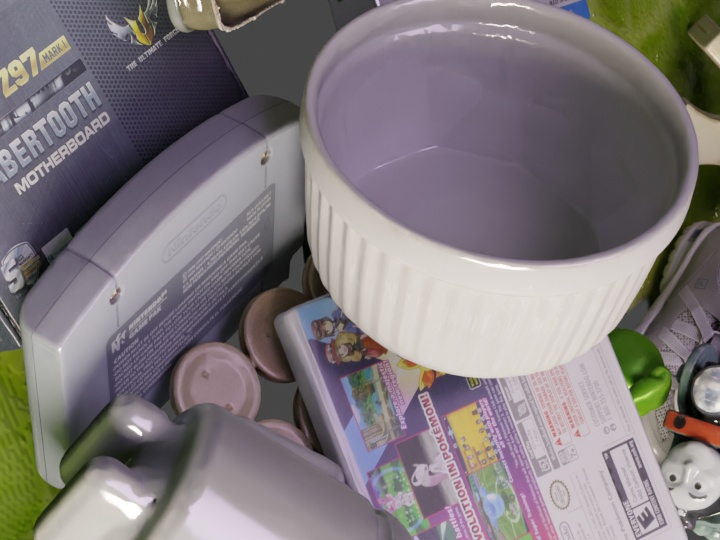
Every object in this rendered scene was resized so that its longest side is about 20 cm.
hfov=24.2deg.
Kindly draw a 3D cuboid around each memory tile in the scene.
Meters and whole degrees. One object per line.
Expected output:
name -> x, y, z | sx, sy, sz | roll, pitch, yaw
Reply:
memory tile -> 0.000, 0.096, 0.891 | 0.153, 0.017, 0.201 | -39, 99, -32

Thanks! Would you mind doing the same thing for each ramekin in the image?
ramekin -> 0.064, -0.039, 0.856 | 0.200, 0.199, 0.106 | -43, 156, -37

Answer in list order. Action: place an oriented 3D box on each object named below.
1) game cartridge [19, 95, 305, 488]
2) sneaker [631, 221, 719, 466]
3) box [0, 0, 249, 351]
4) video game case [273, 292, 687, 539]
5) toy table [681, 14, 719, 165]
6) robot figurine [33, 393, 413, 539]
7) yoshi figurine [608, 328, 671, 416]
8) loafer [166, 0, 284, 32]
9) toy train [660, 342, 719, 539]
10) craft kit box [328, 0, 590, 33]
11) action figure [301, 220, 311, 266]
game cartridge -> -0.095, 0.002, 0.841 | 0.200, 0.040, 0.134 | -46, 158, -37
sneaker -> 0.237, 0.049, 1.166 | 0.075, 0.082, 0.202 | 36, 65, -34
box -> -0.153, -0.081, 0.832 | 0.200, 0.051, 0.159 | -45, 115, -38
video game case -> 0.068, 0.088, 0.898 | 0.181, 0.023, 0.202 | -20, 88, -27
toy table -> 0.296, -0.113, 1.195 | 0.117, 0.200, 0.184 | 42, 91, -19
robot figurine -> -0.050, 0.139, 0.782 | 0.199, 0.113, 0.171 | 34, 41, -14
yoshi figurine -> 0.133, 0.065, 1.047 | 0.200, 0.111, 0.113 | 31, 37, -58
loafer -> -0.030, -0.184, 0.875 | 0.200, 0.069, 0.076 | -47, 144, -40
toy train -> 0.245, 0.120, 1.070 | 0.200, 0.084, 0.115 | 29, 78, -59
craft kit box -> 0.048, -0.229, 1.049 | 0.199, 0.048, 0.200 | -23, 103, -43
action figure -> 0.000, 0.000, 0.966 | 0.118, 0.054, 0.202 | -26, 106, -54
